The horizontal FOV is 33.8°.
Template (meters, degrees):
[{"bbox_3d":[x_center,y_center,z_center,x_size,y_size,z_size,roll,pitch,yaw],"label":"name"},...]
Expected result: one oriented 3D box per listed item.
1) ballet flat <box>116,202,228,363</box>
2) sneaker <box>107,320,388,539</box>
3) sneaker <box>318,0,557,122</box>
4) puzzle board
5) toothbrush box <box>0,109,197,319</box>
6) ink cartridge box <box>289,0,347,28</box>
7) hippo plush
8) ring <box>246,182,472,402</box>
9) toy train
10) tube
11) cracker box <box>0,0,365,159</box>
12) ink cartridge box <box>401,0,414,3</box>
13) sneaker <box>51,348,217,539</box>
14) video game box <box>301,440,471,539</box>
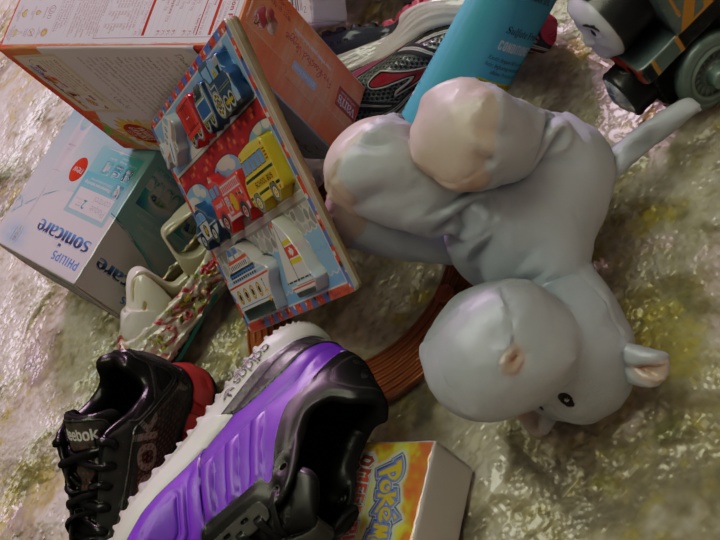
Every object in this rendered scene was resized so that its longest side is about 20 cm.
[{"bbox_3d":[-0.125,0.001,0.837,0.201,0.064,0.075,-54,25,-4],"label":"ballet flat"},{"bbox_3d":[-0.055,0.125,0.614,0.099,0.069,0.202,26,80,46],"label":"sneaker"},{"bbox_3d":[0.042,-0.131,0.788,0.198,0.080,0.076,-12,82,36],"label":"sneaker"},{"bbox_3d":[-0.071,-0.042,0.685,0.017,0.153,0.200,-25,1,-22],"label":"puzzle board"},{"bbox_3d":[-0.174,-0.072,0.919,0.145,0.085,0.202,22,78,47],"label":"toothbrush box"},{"bbox_3d":[-0.106,-0.248,0.819,0.198,0.044,0.179,1,102,38],"label":"ink cartridge box"},{"bbox_3d":[0.073,0.006,0.620,0.158,0.198,0.164,-24,72,49],"label":"hippo plush"},{"bbox_3d":[0.000,0.000,0.762,0.198,0.019,0.203,-23,47,27],"label":"ring"},{"bbox_3d":[0.198,-0.179,0.643,0.200,0.114,0.085,-44,41,6],"label":"toy train"},{"bbox_3d":[0.076,-0.137,0.689,0.050,0.077,0.202,39,114,24],"label":"tube"},{"bbox_3d":[-0.114,-0.130,0.762,0.197,0.134,0.059,8,70,33],"label":"cracker box"},{"bbox_3d":[0.086,-0.302,0.883,0.108,0.050,0.203,-6,57,39],"label":"ink cartridge box"},{"bbox_3d":[-0.156,0.139,0.740,0.070,0.098,0.203,-6,59,36],"label":"sneaker"},{"bbox_3d":[-0.042,0.193,0.638,0.180,0.047,0.203,-6,57,36],"label":"video game box"}]
